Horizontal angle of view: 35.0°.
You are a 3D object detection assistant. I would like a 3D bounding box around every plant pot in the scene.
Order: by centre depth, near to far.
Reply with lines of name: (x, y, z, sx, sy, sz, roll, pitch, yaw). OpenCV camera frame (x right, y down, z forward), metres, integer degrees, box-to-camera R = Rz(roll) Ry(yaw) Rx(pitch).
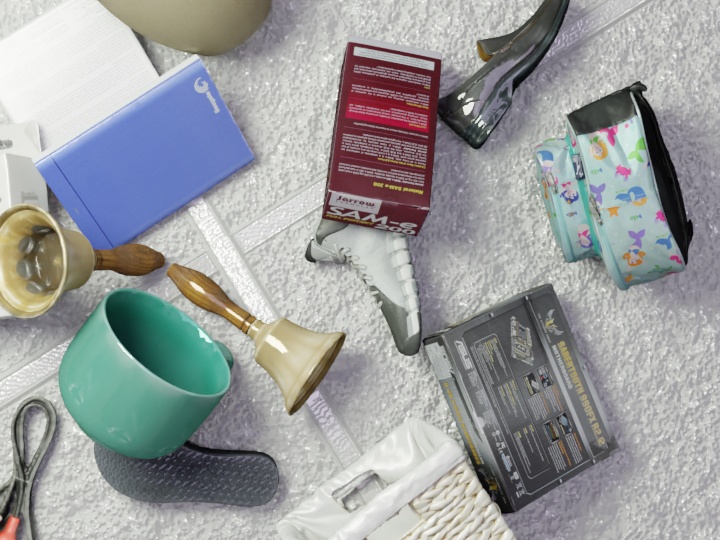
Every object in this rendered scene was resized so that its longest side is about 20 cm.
plant pot: (-0.167, -0.304, 1.185, 0.200, 0.200, 0.135, -43, 127, -7)

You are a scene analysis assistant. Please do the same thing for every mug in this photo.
mug: (-0.210, 0.117, 1.139, 0.184, 0.153, 0.115, 30, 110, -32)

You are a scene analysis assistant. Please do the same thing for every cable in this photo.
cable: (-0.358, 0.234, 1.181, 0.096, 0.050, 0.202, 29, 85, -5)

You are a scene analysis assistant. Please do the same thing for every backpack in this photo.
backpack: (0.271, -0.079, 1.212, 0.149, 0.178, 0.202, -24, 94, 15)

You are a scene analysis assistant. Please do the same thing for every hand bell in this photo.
hand bell: (-0.263, -0.011, 1.142, 0.103, 0.199, 0.106, 1, 92, 29)
hand bell: (-0.123, 0.052, 1.214, 0.199, 0.104, 0.105, 35, 83, 9)

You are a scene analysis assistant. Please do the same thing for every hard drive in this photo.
hard drive: (-0.223, -0.117, 1.197, 0.199, 0.025, 0.133, -34, 127, -8)

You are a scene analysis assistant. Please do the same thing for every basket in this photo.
basket: (0.042, 0.276, 1.155, 0.197, 0.200, 0.162, -37, 97, -7)

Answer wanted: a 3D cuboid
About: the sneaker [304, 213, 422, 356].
sneaker: (0.000, 0.000, 1.233, 0.114, 0.075, 0.203, -9, 77, -2)

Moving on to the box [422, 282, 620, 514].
box: (0.173, 0.134, 1.224, 0.157, 0.048, 0.202, -23, 90, -29)

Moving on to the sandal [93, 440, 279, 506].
sandal: (-0.186, 0.211, 1.211, 0.198, 0.043, 0.077, 15, 93, -11)

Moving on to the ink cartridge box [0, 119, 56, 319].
ink cartridge box: (-0.384, -0.051, 1.167, 0.115, 0.067, 0.203, -7, 87, 21)

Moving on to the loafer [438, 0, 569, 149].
loafer: (0.159, -0.235, 1.261, 0.072, 0.073, 0.201, 35, 82, 1)

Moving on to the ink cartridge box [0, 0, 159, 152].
ink cartridge box: (-0.293, -0.182, 1.224, 0.160, 0.050, 0.201, -33, 101, -8)

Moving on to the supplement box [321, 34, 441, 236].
supplement box: (0.024, -0.144, 1.208, 0.107, 0.061, 0.202, 10, 61, -5)
